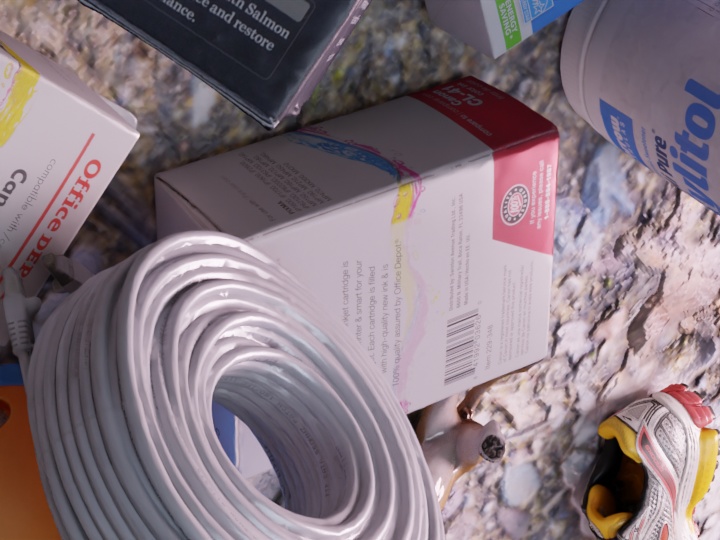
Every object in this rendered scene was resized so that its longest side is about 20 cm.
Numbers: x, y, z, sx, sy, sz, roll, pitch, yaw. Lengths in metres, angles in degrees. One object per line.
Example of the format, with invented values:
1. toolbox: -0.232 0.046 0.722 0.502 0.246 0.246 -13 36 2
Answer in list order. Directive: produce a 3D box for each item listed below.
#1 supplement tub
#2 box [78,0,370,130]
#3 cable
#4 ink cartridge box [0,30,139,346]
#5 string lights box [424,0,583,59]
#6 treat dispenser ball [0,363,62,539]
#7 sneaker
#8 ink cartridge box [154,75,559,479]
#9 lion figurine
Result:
1. supplement tub: 0.216 -0.092 0.957 0.131 0.200 0.132 -21 129 -28
2. box: -0.020 -0.173 0.695 0.117 0.197 0.200 34 97 -4
3. cable: -0.048 0.079 0.754 0.069 0.201 0.200 -37 142 30
4. ink cartridge box: -0.178 -0.047 0.759 0.200 0.067 0.117 28 98 -46
5. string lights box: 0.116 -0.205 0.898 0.200 0.059 0.103 -34 133 -16
6. treat dispenser ball: -0.149 0.143 0.817 0.200 0.201 0.202 -21 130 -27
7. sneaker: 0.182 0.172 1.214 0.082 0.078 0.201 -12 116 -29
8. ink cartridge box: 0.000 0.000 0.926 0.199 0.086 0.148 -18 128 -27
9. lion figurine: 0.029 0.129 1.049 0.200 0.072 0.123 -42 171 -18
